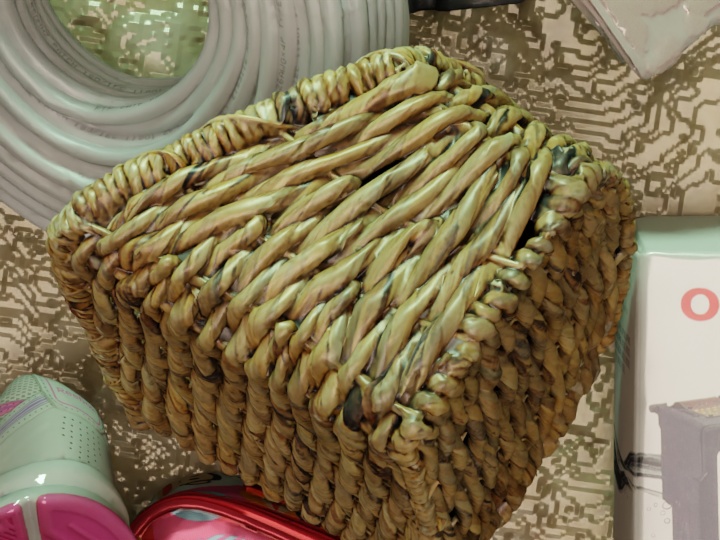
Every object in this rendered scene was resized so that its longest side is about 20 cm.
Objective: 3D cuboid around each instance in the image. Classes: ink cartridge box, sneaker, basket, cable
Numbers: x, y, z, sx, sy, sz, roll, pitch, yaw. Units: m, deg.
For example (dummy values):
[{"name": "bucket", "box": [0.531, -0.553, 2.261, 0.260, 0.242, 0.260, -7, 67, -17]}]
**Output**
[{"name": "ink cartridge box", "box": [0.167, 0.083, 1.100, 0.144, 0.084, 0.201, 0, 98, 0]}, {"name": "sneaker", "box": [-0.151, 0.110, 1.102, 0.200, 0.088, 0.081, -35, 125, 31]}, {"name": "basket", "box": [0.000, 0.000, 1.020, 0.149, 0.200, 0.143, 29, 75, 16]}, {"name": "cable", "box": [-0.080, -0.098, 1.057, 0.199, 0.069, 0.201, 8, 118, 20]}]

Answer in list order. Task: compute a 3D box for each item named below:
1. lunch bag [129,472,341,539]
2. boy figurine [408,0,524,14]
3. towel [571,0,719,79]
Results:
[{"name": "lunch bag", "box": [-0.010, 0.164, 1.121, 0.199, 0.082, 0.177, 23, 93, 0]}, {"name": "boy figurine", "box": [0.011, -0.191, 1.078, 0.124, 0.064, 0.201, -7, 97, 2]}, {"name": "towel", "box": [0.114, -0.199, 1.055, 0.200, 0.032, 0.191, -40, 104, -11]}]
